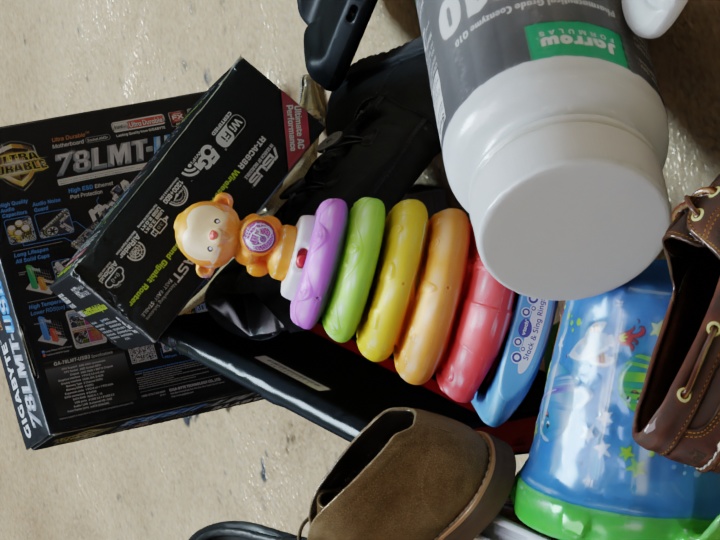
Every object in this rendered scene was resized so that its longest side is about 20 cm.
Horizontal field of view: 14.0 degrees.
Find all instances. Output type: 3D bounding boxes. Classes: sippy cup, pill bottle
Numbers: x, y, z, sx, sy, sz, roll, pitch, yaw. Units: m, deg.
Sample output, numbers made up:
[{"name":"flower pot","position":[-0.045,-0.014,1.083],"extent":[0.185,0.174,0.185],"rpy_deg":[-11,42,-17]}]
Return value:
[{"name":"sippy cup","position":[0.149,0.064,1.466],"extent":[0.177,0.139,0.131],"rpy_deg":[11,102,31]},{"name":"pill bottle","position":[0.092,-0.088,1.453],"extent":[0.201,0.113,0.113],"rpy_deg":[-99,18,-44]}]

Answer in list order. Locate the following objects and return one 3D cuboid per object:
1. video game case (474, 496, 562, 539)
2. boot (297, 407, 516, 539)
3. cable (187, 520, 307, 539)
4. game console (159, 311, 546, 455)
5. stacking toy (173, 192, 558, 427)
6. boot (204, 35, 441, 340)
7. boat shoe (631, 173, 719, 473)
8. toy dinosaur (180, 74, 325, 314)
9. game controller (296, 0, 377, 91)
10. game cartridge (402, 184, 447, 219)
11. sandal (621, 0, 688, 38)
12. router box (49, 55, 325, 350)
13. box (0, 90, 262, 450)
[{"name":"video game case","position":[0.121,0.139,1.527],"extent":[0.200,0.142,0.018],"rpy_deg":[19,100,60]},{"name":"boot","position":[-0.010,0.147,1.505],"extent":[0.200,0.075,0.074],"rpy_deg":[-51,29,22]},{"name":"cable","position":[-0.006,0.173,1.739],"extent":[0.050,0.199,0.097],"rpy_deg":[54,-159,-50]},{"name":"game console","position":[0.011,0.062,1.637],"extent":[0.200,0.176,0.031],"rpy_deg":[24,112,40]},{"name":"stacking toy","position":[0.000,0.000,1.520],"extent":[0.110,0.199,0.117],"rpy_deg":[-122,48,-83]},{"name":"boot","position":[-0.019,-0.037,1.663],"extent":[0.066,0.200,0.165],"rpy_deg":[38,152,-8]},{"name":"boat shoe","position":[0.174,-0.006,1.354],"extent":[0.070,0.070,0.201],"rpy_deg":[130,154,-71]},{"name":"toy dinosaur","position":[-0.054,-0.037,1.808],"extent":[0.058,0.200,0.101],"rpy_deg":[35,157,-10]},{"name":"game controller","position":[0.008,-0.198,1.669],"extent":[0.105,0.042,0.200],"rpy_deg":[-100,25,-44]},{"name":"game cartridge","position":[0.004,0.008,1.820],"extent":[0.200,0.038,0.130],"rpy_deg":[10,113,61]},{"name":"sandal","position":[0.176,-0.195,1.374],"extent":[0.083,0.050,0.203],"rpy_deg":[-103,28,-57]},{"name":"router box","position":[-0.101,-0.033,1.634],"extent":[0.062,0.150,0.200],"rpy_deg":[39,172,-5]},{"name":"box","position":[-0.141,-0.004,1.841],"extent":[0.050,0.199,0.199],"rpy_deg":[-35,70,59]}]
